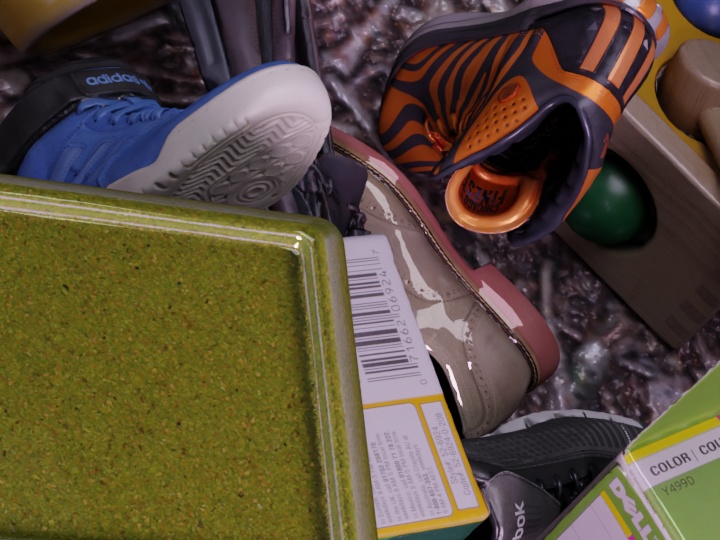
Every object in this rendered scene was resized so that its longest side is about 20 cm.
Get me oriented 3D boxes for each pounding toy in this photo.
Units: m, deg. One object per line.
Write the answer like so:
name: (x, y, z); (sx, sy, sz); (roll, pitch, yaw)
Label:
pounding toy: (0.173, -0.066, 1.248); (0.184, 0.142, 0.200); (45, 53, 7)

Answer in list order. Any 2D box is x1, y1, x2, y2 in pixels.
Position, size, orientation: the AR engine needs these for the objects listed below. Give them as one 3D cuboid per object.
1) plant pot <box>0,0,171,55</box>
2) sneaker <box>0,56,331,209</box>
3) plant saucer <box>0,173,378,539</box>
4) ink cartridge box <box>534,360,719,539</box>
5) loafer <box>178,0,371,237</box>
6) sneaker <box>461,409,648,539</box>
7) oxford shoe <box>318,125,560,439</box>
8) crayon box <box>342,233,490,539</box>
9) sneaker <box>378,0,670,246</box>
plant pot: (-0.144, -0.212, 1.175); (0.201, 0.201, 0.189); (-27, 91, -34)
sneaker: (-0.096, -0.060, 1.090); (0.077, 0.200, 0.111); (2, 59, -40)
plant saucer: (-0.079, 0.047, 0.872); (0.199, 0.048, 0.200); (7, 58, -24)
ink cartridge box: (0.174, 0.079, 0.996); (0.148, 0.200, 0.076); (-19, 70, -31)
loafer: (-0.026, -0.053, 1.131); (0.063, 0.072, 0.200); (-20, 77, 2)
sneaker: (0.063, 0.106, 1.122); (0.200, 0.067, 0.090); (0, 16, -21)
oxford shoe: (0.000, 0.000, 1.177); (0.200, 0.070, 0.075); (40, 60, 5)
crayon box: (-0.065, 0.059, 0.935); (0.200, 0.052, 0.126); (-6, 64, -31)
sneaker: (0.053, -0.063, 1.163); (0.078, 0.200, 0.112); (36, 61, -16)
